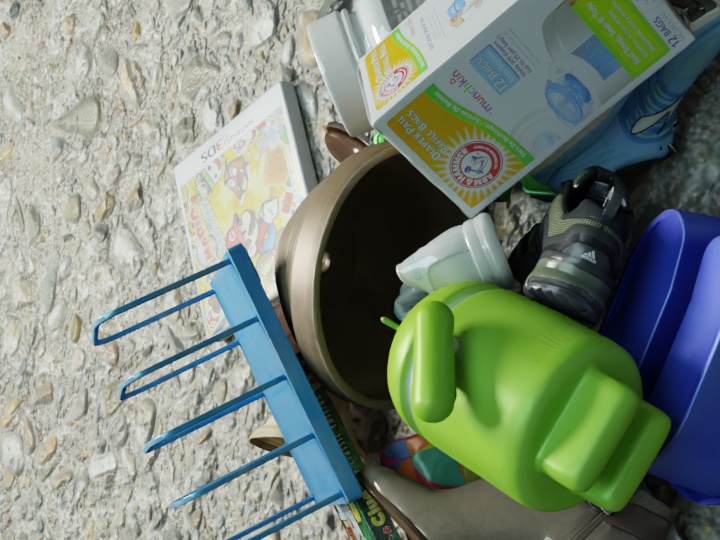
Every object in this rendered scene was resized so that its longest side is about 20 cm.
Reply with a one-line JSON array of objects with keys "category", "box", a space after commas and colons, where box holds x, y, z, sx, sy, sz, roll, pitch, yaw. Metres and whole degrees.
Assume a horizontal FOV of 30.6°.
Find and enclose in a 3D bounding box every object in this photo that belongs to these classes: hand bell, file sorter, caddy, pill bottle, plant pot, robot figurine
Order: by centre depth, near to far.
[{"category": "robot figurine", "box": [0.099, 0.077, 0.849, 0.200, 0.175, 0.116, 29, 88, 46]}, {"category": "caddy", "box": [0.236, 0.055, 0.875, 0.201, 0.105, 0.141, -70, 23, 12]}, {"category": "file sorter", "box": [-0.106, 0.107, 0.986, 0.201, 0.122, 0.139, 63, 165, 5]}, {"category": "plant pot", "box": [0.000, 0.000, 1.010, 0.092, 0.200, 0.202, 10, 90, 40]}, {"category": "pill bottle", "box": [0.067, -0.183, 1.016, 0.199, 0.114, 0.114, -21, 65, 7]}, {"category": "hand bell", "box": [-0.030, 0.064, 1.174, 0.104, 0.104, 0.201, -8, 65, 44]}]

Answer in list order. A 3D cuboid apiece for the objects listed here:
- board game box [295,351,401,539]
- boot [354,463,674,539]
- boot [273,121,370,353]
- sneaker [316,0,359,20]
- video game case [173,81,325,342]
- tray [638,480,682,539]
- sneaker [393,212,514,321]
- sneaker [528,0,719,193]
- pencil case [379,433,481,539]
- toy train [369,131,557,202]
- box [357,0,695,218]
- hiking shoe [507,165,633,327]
[{"category": "board game box", "box": [-0.014, 0.162, 1.040, 0.201, 0.023, 0.105, 63, 163, 6]}, {"category": "boot", "box": [0.113, 0.163, 0.932, 0.200, 0.070, 0.146, 42, 85, 15]}, {"category": "boot", "box": [-0.029, -0.013, 1.135, 0.200, 0.064, 0.186, -49, 52, 2]}, {"category": "sneaker", "box": [0.037, -0.208, 1.136, 0.199, 0.076, 0.115, -21, 62, 36]}, {"category": "video game case", "box": [-0.109, -0.056, 1.299, 0.182, 0.023, 0.201, -33, 62, 38]}, {"category": "tray", "box": [0.174, 0.182, 0.972, 0.107, 0.022, 0.200, -50, 52, 29]}, {"category": "sneaker", "box": [0.070, 0.026, 0.982, 0.088, 0.200, 0.076, -20, 59, 2]}, {"category": "sneaker", "box": [0.207, -0.128, 0.961, 0.200, 0.090, 0.078, -42, 26, 14]}, {"category": "pencil case", "box": [0.080, 0.209, 1.005, 0.088, 0.088, 0.201, -29, 72, 39]}, {"category": "toy train", "box": [0.095, -0.083, 1.051, 0.199, 0.042, 0.057, 5, 92, 29]}, {"category": "box", "box": [0.108, -0.151, 0.911, 0.200, 0.112, 0.102, -38, 30, 18]}, {"category": "hiking shoe", "box": [0.160, -0.021, 0.935, 0.101, 0.075, 0.200, -61, 3, 6]}]
